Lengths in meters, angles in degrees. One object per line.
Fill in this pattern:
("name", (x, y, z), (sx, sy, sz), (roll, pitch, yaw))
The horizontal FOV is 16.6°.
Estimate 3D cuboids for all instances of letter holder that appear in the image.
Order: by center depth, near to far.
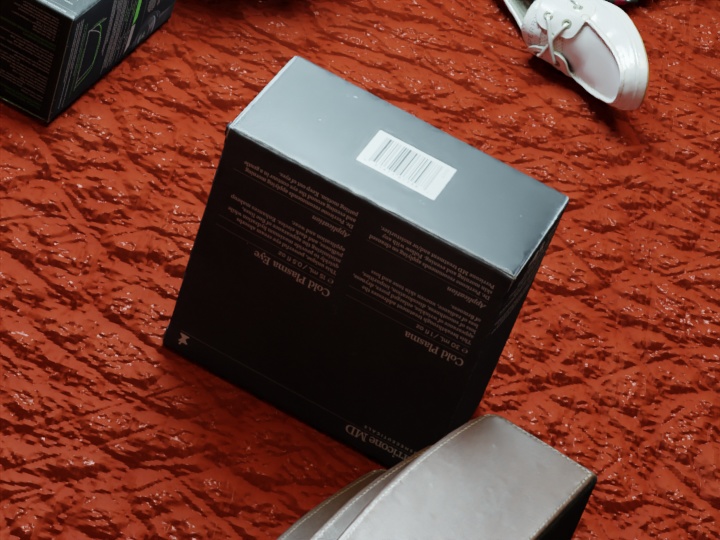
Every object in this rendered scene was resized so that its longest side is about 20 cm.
("letter holder", (0.020, 0.163, 1.432), (0.142, 0.101, 0.200), (33, 40, 17))

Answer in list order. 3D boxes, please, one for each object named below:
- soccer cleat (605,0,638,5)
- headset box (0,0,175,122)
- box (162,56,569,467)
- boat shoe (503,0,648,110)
("soccer cleat", (0.229, -0.268, 2.075), (0.199, 0.070, 0.086), (-9, 31, -36))
("headset box", (-0.237, -0.222, 1.772), (0.173, 0.093, 0.200), (28, 38, 9))
("box", (0.000, 0.000, 1.547), (0.199, 0.183, 0.104), (28, 38, 8))
("boat shoe", (0.157, -0.188, 1.939), (0.069, 0.071, 0.200), (-4, 36, -27))
